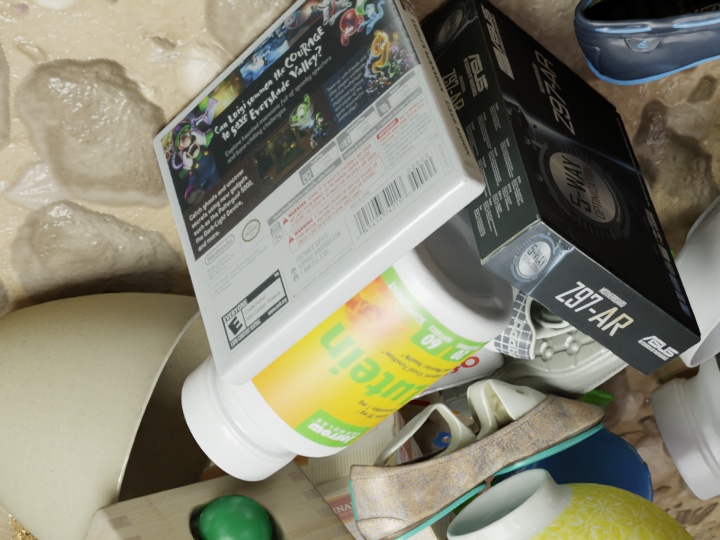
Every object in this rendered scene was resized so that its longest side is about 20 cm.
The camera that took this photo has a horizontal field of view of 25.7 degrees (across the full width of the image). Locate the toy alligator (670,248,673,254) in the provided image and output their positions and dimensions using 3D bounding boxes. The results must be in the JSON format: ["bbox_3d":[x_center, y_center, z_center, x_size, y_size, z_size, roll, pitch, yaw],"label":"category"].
[{"bbox_3d":[0.169,0.028,1.151,0.059,0.055,0.201,-8,149,-26],"label":"toy alligator"}]

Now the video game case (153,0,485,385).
[{"bbox_3d":[-0.032,-0.062,0.906,0.200,0.183,0.023,-39,144,28],"label":"video game case"}]

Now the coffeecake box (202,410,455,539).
[{"bbox_3d":[-0.006,0.210,1.137,0.152,0.073,0.201,-20,124,12],"label":"coffeecake box"}]

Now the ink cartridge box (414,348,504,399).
[{"bbox_3d":[0.000,0.000,1.053,0.145,0.087,0.201,-18,140,7],"label":"ink cartridge box"}]

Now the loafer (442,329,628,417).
[{"bbox_3d":[0.138,0.061,1.103,0.069,0.071,0.199,21,154,-29],"label":"loafer"}]

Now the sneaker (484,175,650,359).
[{"bbox_3d":[0.137,-0.004,1.026,0.199,0.080,0.077,-36,135,-34],"label":"sneaker"}]

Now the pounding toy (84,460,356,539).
[{"bbox_3d":[-0.090,0.220,0.962,0.183,0.142,0.201,-9,135,-42],"label":"pounding toy"}]

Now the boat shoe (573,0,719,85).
[{"bbox_3d":[0.220,-0.166,0.920,0.199,0.085,0.069,-28,147,15],"label":"boat shoe"}]

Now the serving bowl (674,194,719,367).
[{"bbox_3d":[0.273,-0.026,1.061,0.199,0.066,0.201,-37,162,-14],"label":"serving bowl"}]

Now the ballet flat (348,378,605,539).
[{"bbox_3d":[0.076,0.111,1.035,0.199,0.068,0.068,-24,177,-29],"label":"ballet flat"}]

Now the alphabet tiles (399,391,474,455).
[{"bbox_3d":[-0.002,0.119,1.238,0.193,0.015,0.201,9,134,-21],"label":"alphabet tiles"}]

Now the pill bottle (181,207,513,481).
[{"bbox_3d":[-0.014,0.042,0.949,0.111,0.112,0.200,29,125,-36],"label":"pill bottle"}]

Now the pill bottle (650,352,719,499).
[{"bbox_3d":[0.331,0.092,1.206,0.199,0.117,0.116,-28,136,19],"label":"pill bottle"}]

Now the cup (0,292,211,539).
[{"bbox_3d":[-0.187,0.097,1.064,0.142,0.201,0.202,17,139,11],"label":"cup"}]

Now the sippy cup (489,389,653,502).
[{"bbox_3d":[0.164,0.185,1.208,0.138,0.179,0.131,-20,157,-14],"label":"sippy cup"}]

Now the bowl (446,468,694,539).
[{"bbox_3d":[0.117,0.197,1.036,0.199,0.200,0.108,-31,96,21],"label":"bowl"}]

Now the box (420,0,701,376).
[{"bbox_3d":[0.116,-0.054,0.934,0.043,0.201,0.160,-36,132,26],"label":"box"}]

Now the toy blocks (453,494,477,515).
[{"bbox_3d":[0.007,0.216,1.280,0.198,0.101,0.137,-16,150,6],"label":"toy blocks"}]

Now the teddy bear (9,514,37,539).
[{"bbox_3d":[-0.220,0.210,1.263,0.143,0.067,0.201,3,131,-29],"label":"teddy bear"}]
